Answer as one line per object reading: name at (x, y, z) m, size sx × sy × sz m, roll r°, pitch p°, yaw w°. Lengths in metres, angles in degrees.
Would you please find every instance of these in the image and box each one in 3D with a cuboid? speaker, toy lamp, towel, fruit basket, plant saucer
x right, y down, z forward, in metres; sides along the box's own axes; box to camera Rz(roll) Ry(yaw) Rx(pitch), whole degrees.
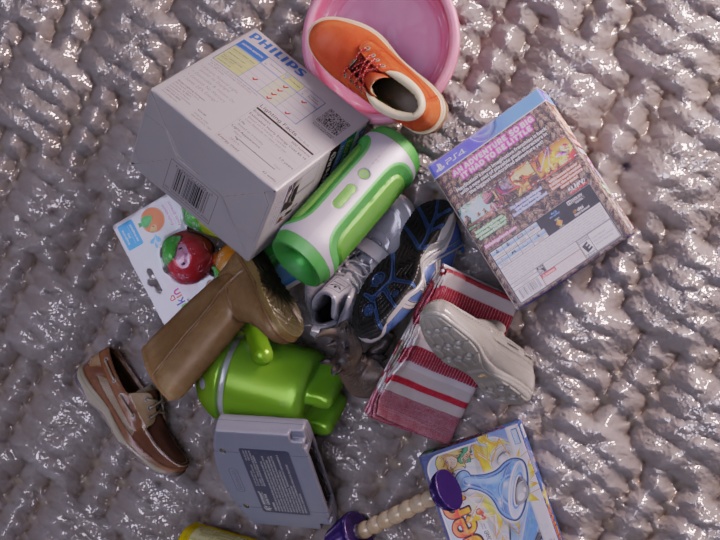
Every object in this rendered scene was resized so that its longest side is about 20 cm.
speaker at (-0.015, -0.077, 1.461) m, size 0.088 × 0.089 × 0.200 m, roll 36°, pitch 67°, yaw 11°
toy lamp at (0.035, 0.305, 1.531) m, size 0.199 × 0.058 × 0.059 m, roll -32°, pitch 84°, yaw 30°
towel at (0.102, 0.104, 1.480) m, size 0.023 × 0.143 × 0.202 m, roll 35°, pitch 100°, yaw 51°
fruit basket at (-0.188, -0.027, 1.560) m, size 0.198 × 0.094 × 0.187 m, roll -28°, pitch 85°, yaw -4°
plant saucer at (0.028, -0.281, 1.519) m, size 0.197 × 0.051 × 0.204 m, roll 1°, pitch 94°, yaw 15°

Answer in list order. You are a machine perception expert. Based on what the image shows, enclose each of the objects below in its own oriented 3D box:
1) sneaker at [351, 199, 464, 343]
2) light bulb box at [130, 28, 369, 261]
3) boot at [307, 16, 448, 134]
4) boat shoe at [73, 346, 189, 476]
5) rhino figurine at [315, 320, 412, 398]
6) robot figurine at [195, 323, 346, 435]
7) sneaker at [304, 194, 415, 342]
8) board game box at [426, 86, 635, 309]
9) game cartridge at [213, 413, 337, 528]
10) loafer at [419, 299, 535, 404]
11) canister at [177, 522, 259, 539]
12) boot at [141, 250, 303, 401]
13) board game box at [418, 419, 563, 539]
sneaker at (0.064, 0.012, 1.471) m, size 0.075 × 0.077 × 0.201 m, roll 16°, pitch 60°, yaw 44°
light bulb box at (-0.131, -0.155, 1.480) m, size 0.198 × 0.200 × 0.125 m, roll 39°, pitch 135°, yaw 11°
boot at (0.010, -0.235, 1.447) m, size 0.199 × 0.107 × 0.076 m, roll 37°, pitch 104°, yaw 12°
boat shoe at (-0.293, 0.184, 1.628) m, size 0.072 × 0.076 × 0.200 m, roll -45°, pitch 83°, yaw 11°
rhino figurine at (0.024, 0.118, 1.494) m, size 0.199 × 0.060 × 0.088 m, roll 28°, pitch 98°, yaw -31°
robot figurine at (-0.118, 0.143, 1.551) m, size 0.197 × 0.116 × 0.178 m, roll 13°, pitch 128°, yaw 14°
sneaker at (0.000, 0.000, 1.505) m, size 0.075 × 0.115 × 0.202 m, roll 29°, pitch 101°, yaw 23°
board game box at (0.202, -0.084, 1.456) m, size 0.158 × 0.097 × 0.202 m, roll -33°, pitch 84°, yaw 15°
game cartridge at (-0.110, 0.249, 1.539) m, size 0.131 × 0.042 × 0.202 m, roll 5°, pitch 137°, yaw 18°
loafer at (0.138, 0.086, 1.450) m, size 0.069 × 0.200 × 0.071 m, roll -10°, pitch 51°, yaw 38°
canister at (-0.143, 0.417, 1.591) m, size 0.197 × 0.086 × 0.151 m, roll 12°, pitch 97°, yaw 16°
boot at (-0.166, 0.084, 1.476) m, size 0.200 × 0.066 × 0.176 m, roll -46°, pitch 39°, yaw 15°
board game box at (0.167, 0.301, 1.521) m, size 0.134 × 0.034 × 0.203 m, roll -21°, pitch 87°, yaw 16°
